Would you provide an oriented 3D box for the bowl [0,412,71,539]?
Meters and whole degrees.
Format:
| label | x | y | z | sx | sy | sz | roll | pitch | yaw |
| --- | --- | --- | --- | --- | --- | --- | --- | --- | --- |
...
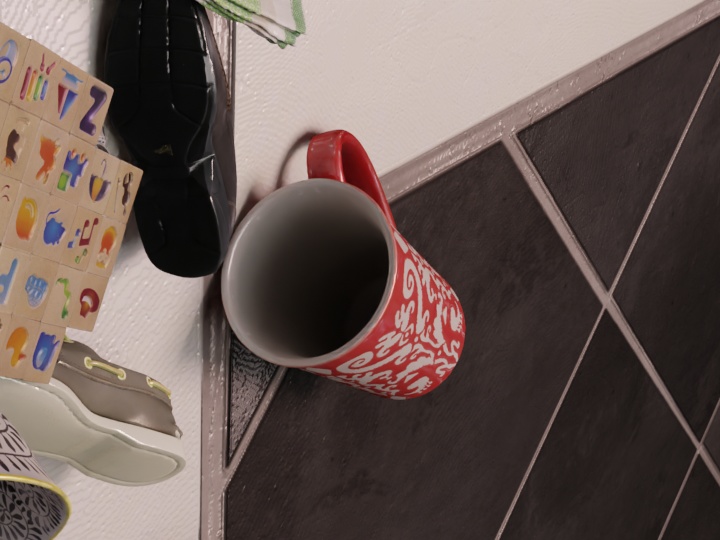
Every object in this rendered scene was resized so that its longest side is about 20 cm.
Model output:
| label | x | y | z | sx | sy | sz | roll | pitch | yaw |
| --- | --- | --- | --- | --- | --- | --- | --- | --- | --- |
| bowl | -0.254 | 0.102 | 0.790 | 0.199 | 0.095 | 0.201 | -17 | 157 | -7 |

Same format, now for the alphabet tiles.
| label | x | y | z | sx | sy | sz | roll | pitch | yaw |
| --- | --- | --- | --- | --- | --- | --- | --- | --- | --- |
| alphabet tiles | -0.171 | -0.025 | 0.831 | 0.200 | 0.007 | 0.169 | 27 | 80 | -73 |

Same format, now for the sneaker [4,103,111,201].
| label | x | y | z | sx | sy | sz | roll | pitch | yaw |
| --- | --- | --- | --- | --- | --- | --- | --- | --- | --- |
| sneaker | -0.188 | -0.078 | 0.860 | 0.116 | 0.074 | 0.201 | -52 | 153 | -42 |

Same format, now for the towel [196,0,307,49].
| label | x | y | z | sx | sy | sz | roll | pitch | yaw |
| --- | --- | --- | --- | --- | --- | --- | --- | --- | --- |
| towel | -0.098 | -0.224 | 0.908 | 0.199 | 0.030 | 0.151 | 17 | 64 | -59 |

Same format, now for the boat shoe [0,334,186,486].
| label | x | y | z | sx | sy | sz | roll | pitch | yaw |
| --- | --- | --- | --- | --- | --- | --- | --- | --- | --- |
| boat shoe | -0.184 | 0.076 | 0.958 | 0.201 | 0.072 | 0.061 | 33 | 38 | -48 |

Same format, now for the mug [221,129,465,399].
| label | x | y | z | sx | sy | sz | roll | pitch | yaw |
| --- | --- | --- | --- | --- | --- | --- | --- | --- | --- |
| mug | 0.008 | 0.006 | 1.171 | 0.179 | 0.132 | 0.200 | -65 | 153 | -5 |

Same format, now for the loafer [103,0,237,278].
| label | x | y | z | sx | sy | sz | roll | pitch | yaw |
| --- | --- | --- | --- | --- | --- | --- | --- | --- | --- |
| loafer | -0.113 | -0.098 | 0.977 | 0.073 | 0.072 | 0.202 | -69 | 162 | -57 |
